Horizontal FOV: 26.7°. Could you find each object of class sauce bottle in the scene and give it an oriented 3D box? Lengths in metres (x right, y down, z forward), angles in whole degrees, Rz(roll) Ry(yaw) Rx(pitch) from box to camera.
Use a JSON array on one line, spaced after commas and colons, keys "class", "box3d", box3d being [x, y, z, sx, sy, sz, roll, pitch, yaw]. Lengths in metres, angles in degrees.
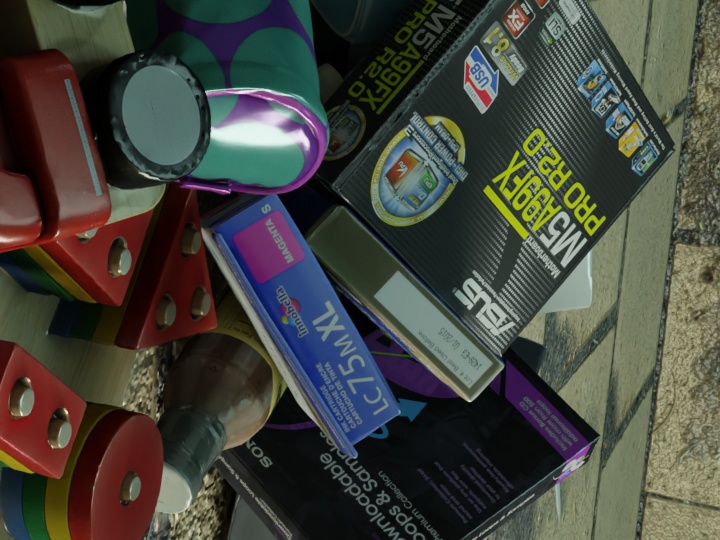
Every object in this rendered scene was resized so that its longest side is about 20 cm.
[{"class": "sauce bottle", "box3d": [-0.072, 0.056, 0.863, 0.200, 0.064, 0.065, -57, 150, -47]}]

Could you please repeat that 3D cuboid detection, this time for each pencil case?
[{"class": "pencil case", "box3d": [-0.069, -0.132, 0.635, 0.085, 0.092, 0.202, 7, 63, -34]}]

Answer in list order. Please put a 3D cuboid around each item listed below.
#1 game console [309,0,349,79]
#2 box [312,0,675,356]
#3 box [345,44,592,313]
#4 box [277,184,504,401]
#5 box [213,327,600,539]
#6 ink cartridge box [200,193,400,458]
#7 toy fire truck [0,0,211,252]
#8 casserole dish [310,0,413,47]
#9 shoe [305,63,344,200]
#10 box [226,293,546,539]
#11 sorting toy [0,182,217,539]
[{"class": "game console", "box3d": [-0.046, -0.178, 0.895, 0.200, 0.031, 0.178, -38, 140, -62]}, {"class": "box", "box3d": [0.072, -0.064, 0.804, 0.160, 0.044, 0.200, -49, 139, -3]}, {"class": "box", "box3d": [0.064, -0.071, 0.977, 0.200, 0.105, 0.154, -133, -140, -67]}, {"class": "box", "box3d": [0.000, 0.000, 0.836, 0.032, 0.121, 0.200, -47, -163, -1]}, {"class": "box", "box3d": [0.027, 0.106, 0.907, 0.199, 0.143, 0.036, -31, 153, -32]}, {"class": "ink cartridge box", "box3d": [-0.034, 0.020, 0.743, 0.120, 0.042, 0.200, 60, -4, -7]}, {"class": "toy fire truck", "box3d": [-0.154, -0.085, 0.480, 0.199, 0.128, 0.178, -21, 99, -44]}, {"class": "casserole dish", "box3d": [-0.005, -0.192, 0.761, 0.039, 0.122, 0.200, -26, 157, -22]}, {"class": "shoe", "box3d": [-0.019, -0.074, 0.901, 0.053, 0.070, 0.200, -47, 169, -1]}, {"class": "box", "box3d": [0.016, 0.122, 0.985, 0.107, 0.147, 0.201, 106, 8, -50]}, {"class": "sorting toy", "box3d": [-0.130, 0.028, 0.672, 0.199, 0.069, 0.202, 60, 42, -62]}]
